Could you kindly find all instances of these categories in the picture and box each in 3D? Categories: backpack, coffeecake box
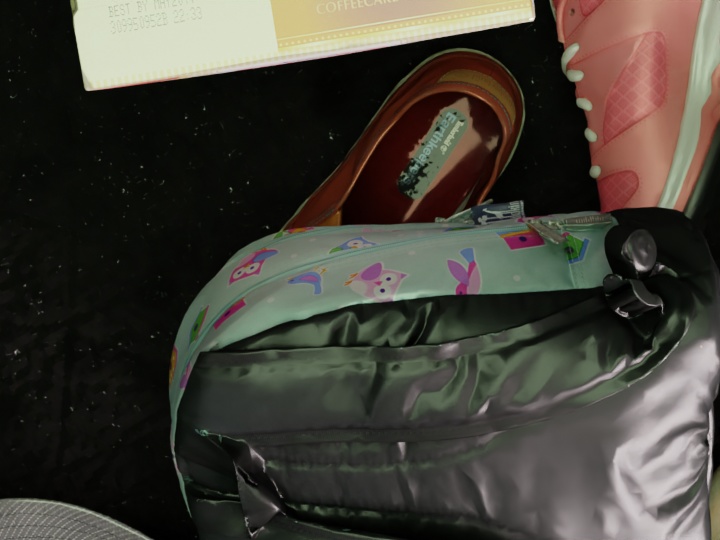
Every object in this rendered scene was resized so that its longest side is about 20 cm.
[{"bbox_3d":[0.028,0.054,0.832,0.198,0.127,0.168,-2,107,-1],"label":"backpack"},{"bbox_3d":[-0.019,-0.115,0.821,0.152,0.200,0.074,-8,96,3],"label":"coffeecake box"}]

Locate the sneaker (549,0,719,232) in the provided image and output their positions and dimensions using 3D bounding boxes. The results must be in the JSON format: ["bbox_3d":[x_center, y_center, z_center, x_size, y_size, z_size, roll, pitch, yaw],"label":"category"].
[{"bbox_3d":[0.112,-0.080,0.898,0.086,0.074,0.202,17,93,13],"label":"sneaker"}]

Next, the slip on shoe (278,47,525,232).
[{"bbox_3d":[0.000,0.000,0.905,0.074,0.061,0.201,33,98,-4],"label":"slip on shoe"}]

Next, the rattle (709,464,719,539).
[{"bbox_3d":[0.156,0.104,0.798,0.142,0.130,0.201,-27,135,-31],"label":"rattle"}]

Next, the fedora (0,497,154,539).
[{"bbox_3d":[-0.127,0.180,0.914,0.176,0.090,0.201,22,99,0],"label":"fedora"}]
